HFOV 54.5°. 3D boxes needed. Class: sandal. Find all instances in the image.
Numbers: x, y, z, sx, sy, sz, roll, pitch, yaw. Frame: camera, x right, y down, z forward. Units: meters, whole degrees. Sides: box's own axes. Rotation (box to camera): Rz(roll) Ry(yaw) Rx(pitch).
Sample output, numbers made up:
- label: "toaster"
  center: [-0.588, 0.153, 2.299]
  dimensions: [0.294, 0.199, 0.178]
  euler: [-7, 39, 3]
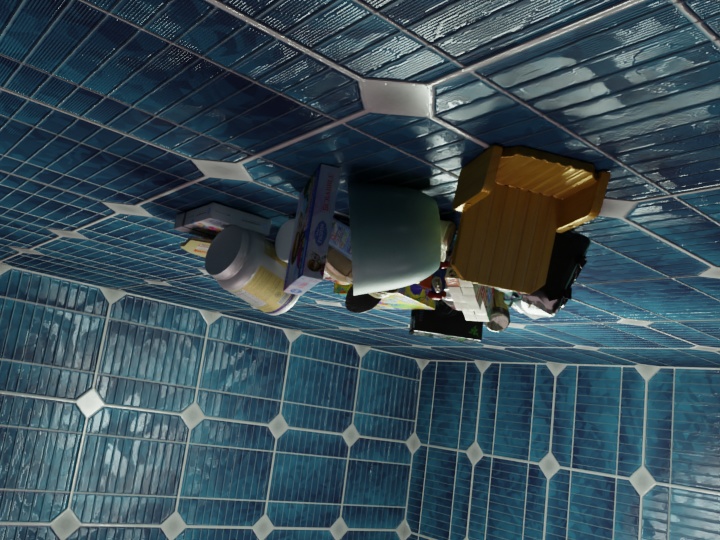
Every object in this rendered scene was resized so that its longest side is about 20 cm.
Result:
- label: "sandal"
  center: [0.038, 0.016, 1.639]
  dimensions: [0.075, 0.201, 0.048]
  euler: [37, -177, -12]

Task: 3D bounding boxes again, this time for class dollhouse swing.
- label: "dollhouse swing"
  center: [0.257, -0.070, 1.102]
  dimensions: [0.197, 0.179, 0.182]
  euler: [12, 168, -13]

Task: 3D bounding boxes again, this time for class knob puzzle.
- label: "knob puzzle"
  center: [-0.342, -0.056, 1.718]
  dimensions: [0.216, 0.031, 0.220]
  euler: [5, 169, 1]

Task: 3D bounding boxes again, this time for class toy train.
- label: "toy train"
  center: [0.130, 0.015, 1.543]
  dimensions: [0.114, 0.086, 0.200]
  euler: [7, -178, 13]

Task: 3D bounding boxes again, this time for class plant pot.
- label: "plant pot"
  center: [0.060, -0.061, 1.257]
  dimensions: [0.158, 0.204, 0.201]
  euler: [-3, 168, -1]

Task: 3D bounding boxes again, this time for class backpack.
- label: "backpack"
  center: [0.349, 0.002, 1.393]
  dimensions: [0.151, 0.178, 0.200]
  euler: [23, 171, 9]

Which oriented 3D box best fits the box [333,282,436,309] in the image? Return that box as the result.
- label: "box"
  center: [0.069, 0.019, 1.773]
  dimensions: [0.190, 0.124, 0.199]
  euler: [-2, 165, 35]

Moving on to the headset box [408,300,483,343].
- label: "headset box"
  center: [0.242, 0.097, 1.885]
  dimensions: [0.197, 0.177, 0.093]
  euler: [10, 169, -5]

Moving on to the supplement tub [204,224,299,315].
- label: "supplement tub"
  center: [-0.238, -0.001, 1.587]
  dimensions: [0.144, 0.147, 0.199]
  euler: [-3, 151, 42]

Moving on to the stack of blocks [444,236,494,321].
- label: "stack of blocks"
  center: [0.248, 0.033, 1.560]
  dimensions: [0.058, 0.116, 0.201]
  euler: [3, 144, 24]

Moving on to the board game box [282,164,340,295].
- label: "board game box"
  center: [-0.092, -0.068, 1.283]
  dimensions: [0.041, 0.203, 0.199]
  euler: [12, 167, -13]

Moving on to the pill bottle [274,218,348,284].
- label: "pill bottle"
  center: [-0.091, -0.044, 1.597]
  dimensions: [0.113, 0.116, 0.199]
  euler: [-3, 164, 43]

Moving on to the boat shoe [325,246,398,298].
- label: "boat shoe"
  center: [0.000, 0.000, 1.546]
  dimensions: [0.198, 0.072, 0.064]
  euler: [26, 162, -29]

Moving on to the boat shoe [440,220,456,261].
- label: "boat shoe"
  center: [0.158, -0.070, 1.447]
  dimensions: [0.066, 0.075, 0.200]
  euler: [21, 170, 9]

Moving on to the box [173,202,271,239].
- label: "box"
  center: [-0.325, -0.107, 1.641]
  dimensions: [0.154, 0.042, 0.199]
  euler: [16, 164, -37]

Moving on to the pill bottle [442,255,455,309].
- label: "pill bottle"
  center: [0.234, 0.028, 1.728]
  dimensions: [0.109, 0.113, 0.200]
  euler: [3, 167, 21]

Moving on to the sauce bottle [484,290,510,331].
- label: "sauce bottle"
  center: [0.327, 0.067, 1.711]
  dimensions: [0.064, 0.201, 0.066]
  euler: [3, 124, 5]

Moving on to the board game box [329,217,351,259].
- label: "board game box"
  center: [0.047, -0.036, 1.480]
  dimensions: [0.198, 0.062, 0.200]
  euler: [14, -166, -27]
